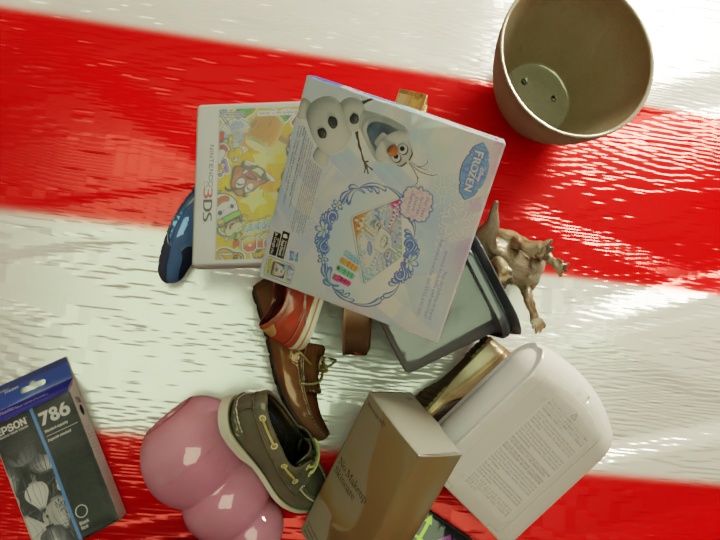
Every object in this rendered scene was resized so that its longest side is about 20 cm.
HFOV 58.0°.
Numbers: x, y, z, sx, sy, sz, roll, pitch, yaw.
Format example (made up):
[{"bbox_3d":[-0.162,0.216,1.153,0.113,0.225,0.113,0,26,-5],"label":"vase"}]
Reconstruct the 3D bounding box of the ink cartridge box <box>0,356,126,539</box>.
[{"bbox_3d":[-0.356,0.213,0.751,0.097,0.039,0.204,-24,85,-9],"label":"ink cartridge box"}]

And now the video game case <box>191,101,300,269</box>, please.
[{"bbox_3d":[-0.086,-0.097,0.718,0.193,0.023,0.188,-2,78,1],"label":"video game case"}]

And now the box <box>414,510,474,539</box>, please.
[{"bbox_3d":[0.069,0.404,0.783,0.141,0.036,0.203,32,81,-2],"label":"box"}]

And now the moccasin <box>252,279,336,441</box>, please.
[{"bbox_3d":[-0.071,0.103,0.791,0.076,0.074,0.207,-16,75,-1],"label":"moccasin"}]

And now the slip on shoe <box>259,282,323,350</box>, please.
[{"bbox_3d":[-0.066,-0.015,0.739,0.060,0.074,0.206,19,82,-24],"label":"slip on shoe"}]

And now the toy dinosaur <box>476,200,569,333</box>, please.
[{"bbox_3d":[0.171,-0.017,0.779,0.086,0.136,0.199,-49,130,4],"label":"toy dinosaur"}]

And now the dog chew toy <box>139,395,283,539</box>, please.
[{"bbox_3d":[-0.158,0.245,0.735,0.123,0.124,0.202,-36,95,-11],"label":"dog chew toy"}]

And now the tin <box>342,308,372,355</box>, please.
[{"bbox_3d":[0.000,0.000,0.786,0.040,0.112,0.207,2,83,5],"label":"tin"}]

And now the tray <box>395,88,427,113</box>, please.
[{"bbox_3d":[0.048,-0.098,0.753,0.036,0.201,0.101,14,64,9],"label":"tray"}]

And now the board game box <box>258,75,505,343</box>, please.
[{"bbox_3d":[0.017,-0.058,0.635,0.194,0.043,0.205,20,108,7],"label":"board game box"}]

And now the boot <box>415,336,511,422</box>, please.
[{"bbox_3d":[0.147,0.203,0.803,0.199,0.072,0.167,-41,96,-2],"label":"boot"}]

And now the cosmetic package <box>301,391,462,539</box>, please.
[{"bbox_3d":[0.018,0.246,0.715,0.070,0.105,0.204,9,112,-40],"label":"cosmetic package"}]

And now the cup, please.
[{"bbox_3d":[0.250,-0.247,0.839,0.194,0.143,0.207,1,82,-8],"label":"cup"}]

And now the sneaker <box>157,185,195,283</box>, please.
[{"bbox_3d":[-0.175,-0.065,0.795,0.081,0.074,0.203,32,81,-4],"label":"sneaker"}]

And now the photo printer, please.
[{"bbox_3d":[0.185,0.194,0.748,0.200,0.070,0.166,-44,109,4],"label":"photo printer"}]

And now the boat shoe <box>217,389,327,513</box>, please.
[{"bbox_3d":[-0.081,0.206,0.727,0.059,0.073,0.204,-19,127,19],"label":"boat shoe"}]

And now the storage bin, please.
[{"bbox_3d":[0.084,0.037,0.761,0.132,0.200,0.148,-28,87,-1],"label":"storage bin"}]
